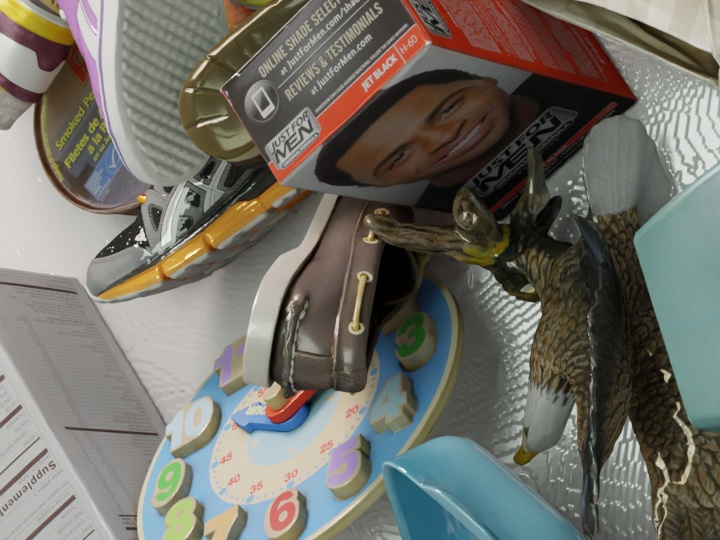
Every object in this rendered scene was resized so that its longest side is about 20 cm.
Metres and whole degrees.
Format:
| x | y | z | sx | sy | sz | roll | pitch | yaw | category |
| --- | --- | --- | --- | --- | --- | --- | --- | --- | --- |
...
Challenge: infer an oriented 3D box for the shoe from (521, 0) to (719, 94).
| x | y | z | sx | sy | sz | roll | pitch | yaw | category |
| --- | --- | --- | --- | --- | --- | --- | --- | --- | --- |
| 0.159 | -0.106 | 1.244 | 0.200 | 0.070 | 0.053 | 32 | 76 | 19 | shoe |

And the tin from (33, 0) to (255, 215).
| x | y | z | sx | sy | sz | roll | pitch | yaw | category |
| --- | --- | --- | --- | --- | --- | --- | --- | --- | --- |
| -0.102 | -0.121 | 1.456 | 0.112 | 0.042 | 0.200 | 43 | 109 | 24 | tin |

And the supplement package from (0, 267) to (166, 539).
| x | y | z | sx | sy | sz | roll | pitch | yaw | category |
| --- | --- | --- | --- | --- | --- | --- | --- | --- | --- |
| -0.171 | 0.109 | 1.436 | 0.110 | 0.114 | 0.200 | -43 | 64 | 21 | supplement package |

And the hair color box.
| x | y | z | sx | sy | sz | roll | pitch | yaw | category |
| --- | --- | --- | --- | --- | --- | --- | --- | --- | --- |
| 0.036 | -0.082 | 1.263 | 0.101 | 0.200 | 0.061 | -42 | 65 | 24 | hair color box |

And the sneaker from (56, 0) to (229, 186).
| x | y | z | sx | sy | sz | roll | pitch | yaw | category |
| --- | --- | --- | --- | --- | --- | --- | --- | --- | --- |
| -0.130 | -0.143 | 1.363 | 0.114 | 0.072 | 0.202 | 3 | 105 | 51 | sneaker |

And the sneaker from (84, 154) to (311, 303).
| x | y | z | sx | sy | sz | roll | pitch | yaw | category |
| --- | --- | --- | --- | --- | --- | --- | --- | --- | --- |
| -0.069 | -0.054 | 1.399 | 0.200 | 0.078 | 0.077 | -38 | 86 | 14 | sneaker |

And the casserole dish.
| x | y | z | sx | sy | sz | roll | pitch | yaw | category |
| --- | --- | --- | --- | --- | --- | --- | --- | --- | --- |
| 0.069 | 0.139 | 1.251 | 0.039 | 0.200 | 0.121 | -44 | 65 | -13 | casserole dish |

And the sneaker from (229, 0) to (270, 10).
| x | y | z | sx | sy | sz | roll | pitch | yaw | category |
| --- | --- | --- | --- | --- | --- | --- | --- | --- | --- |
| -0.094 | -0.207 | 1.384 | 0.078 | 0.090 | 0.200 | -49 | 60 | 11 | sneaker |

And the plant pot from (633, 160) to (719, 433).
| x | y | z | sx | sy | sz | roll | pitch | yaw | category |
| --- | --- | --- | --- | --- | --- | --- | --- | --- | --- |
| 0.230 | -0.003 | 1.148 | 0.199 | 0.141 | 0.142 | -23 | 74 | 22 | plant pot |

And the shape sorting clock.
| x | y | z | sx | sy | sz | roll | pitch | yaw | category |
| --- | --- | --- | --- | --- | --- | --- | --- | --- | --- |
| -0.033 | 0.073 | 1.333 | 0.200 | 0.039 | 0.200 | -33 | 25 | 18 | shape sorting clock |

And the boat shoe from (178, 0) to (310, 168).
| x | y | z | sx | sy | sz | roll | pitch | yaw | category |
| --- | --- | --- | --- | --- | --- | --- | --- | --- | --- |
| 0.002 | -0.121 | 1.316 | 0.201 | 0.066 | 0.072 | -38 | 72 | 5 | boat shoe |

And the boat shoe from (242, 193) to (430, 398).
| x | y | z | sx | sy | sz | roll | pitch | yaw | category |
| --- | --- | --- | --- | --- | --- | --- | --- | --- | --- |
| 0.000 | 0.000 | 1.304 | 0.059 | 0.200 | 0.072 | 13 | 119 | 11 | boat shoe |

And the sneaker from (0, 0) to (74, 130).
| x | y | z | sx | sy | sz | roll | pitch | yaw | category |
| --- | --- | --- | --- | --- | --- | --- | --- | --- | --- |
| -0.227 | -0.154 | 1.500 | 0.090 | 0.075 | 0.200 | -57 | 42 | 10 | sneaker |

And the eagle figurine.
| x | y | z | sx | sy | sz | roll | pitch | yaw | category |
| --- | --- | --- | --- | --- | --- | --- | --- | --- | --- |
| 0.114 | 0.041 | 1.240 | 0.200 | 0.151 | 0.151 | 46 | 150 | 44 | eagle figurine |
